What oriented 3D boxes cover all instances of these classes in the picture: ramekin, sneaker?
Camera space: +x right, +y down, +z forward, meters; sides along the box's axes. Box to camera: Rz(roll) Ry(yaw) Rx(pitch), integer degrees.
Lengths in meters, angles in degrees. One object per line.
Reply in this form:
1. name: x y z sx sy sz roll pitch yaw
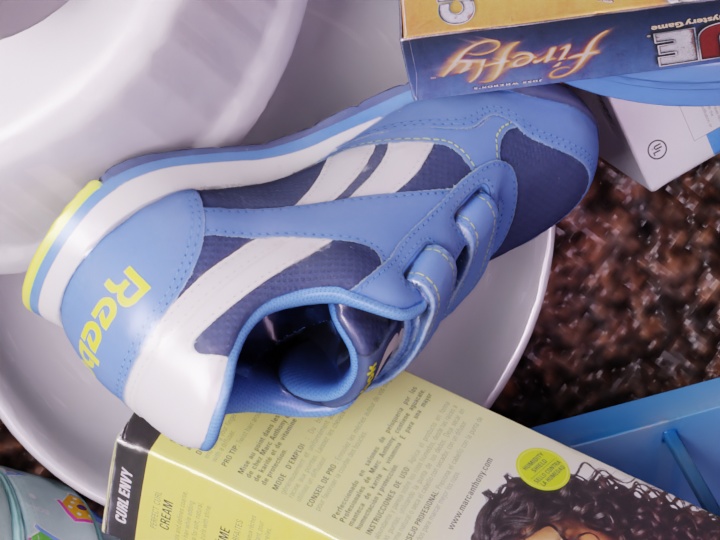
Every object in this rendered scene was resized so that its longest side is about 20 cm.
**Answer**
1. ramekin: -0.119 -0.104 0.837 0.199 0.098 0.202 -1 83 9
2. sneaker: 0.000 0.000 0.853 0.199 0.082 0.074 -20 146 -33

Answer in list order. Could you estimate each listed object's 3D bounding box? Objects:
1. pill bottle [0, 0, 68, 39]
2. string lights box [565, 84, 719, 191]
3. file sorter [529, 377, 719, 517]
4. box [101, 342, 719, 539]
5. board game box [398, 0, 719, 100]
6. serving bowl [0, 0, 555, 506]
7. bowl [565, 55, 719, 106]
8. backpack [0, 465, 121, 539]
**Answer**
1. pill bottle: -0.143 -0.159 0.740 0.200 0.114 0.114 37 93 12
2. string lights box: 0.155 -0.122 0.969 0.199 0.059 0.103 -29 109 -6
3. file sorter: 0.074 0.140 0.951 0.199 0.123 0.139 -14 138 -14
4. box: 0.027 0.082 0.862 0.199 0.075 0.050 23 137 10
5. board game box: 0.072 -0.152 0.869 0.135 0.201 0.035 -6 151 5
6. serving bowl: -0.039 -0.017 0.943 0.199 0.066 0.202 -3 104 -14
7. bowl: 0.106 -0.139 0.899 0.200 0.201 0.039 -28 151 -6
8. backpack: -0.156 0.150 0.921 0.126 0.167 0.201 27 93 -39
